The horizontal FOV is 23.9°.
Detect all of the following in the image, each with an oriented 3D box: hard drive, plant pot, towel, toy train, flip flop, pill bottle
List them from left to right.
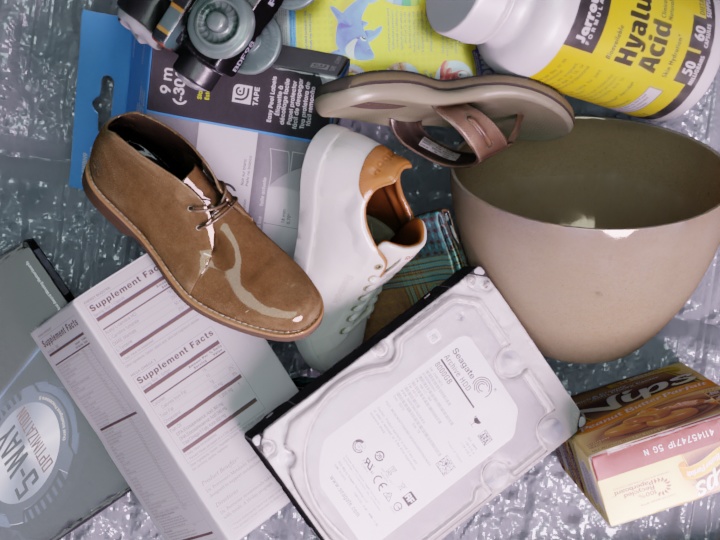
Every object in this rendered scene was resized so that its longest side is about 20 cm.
[{"bbox_3d":[-0.080,-0.221,1.135,0.114,0.085,0.200,36,97,16],"label":"toy train"},{"bbox_3d":[0.040,0.063,1.254,0.146,0.022,0.201,-14,97,43],"label":"towel"},{"bbox_3d":[0.040,0.109,1.170,0.200,0.038,0.140,-36,99,-12],"label":"hard drive"},{"bbox_3d":[0.059,-0.101,1.177,0.200,0.081,0.058,2,75,-34],"label":"flip flop"},{"bbox_3d":[0.150,-0.180,1.206,0.199,0.111,0.112,12,94,-28],"label":"pill bottle"},{"bbox_3d":[0.163,-0.013,1.227,0.200,0.200,0.135,-1,117,-2],"label":"plant pot"}]

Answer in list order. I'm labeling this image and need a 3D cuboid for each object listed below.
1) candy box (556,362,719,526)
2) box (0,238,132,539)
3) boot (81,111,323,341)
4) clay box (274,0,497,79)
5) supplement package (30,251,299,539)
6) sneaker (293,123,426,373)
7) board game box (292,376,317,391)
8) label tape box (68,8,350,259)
[{"bbox_3d":[0.206,0.120,1.219,0.115,0.200,0.055,-17,96,-1],"label":"candy box"},{"bbox_3d":[-0.257,0.102,1.277,0.160,0.044,0.200,-33,95,0],"label":"box"},{"bbox_3d":[-0.104,-0.029,1.152,0.200,0.076,0.074,39,56,6],"label":"boot"},{"bbox_3d":[0.012,-0.178,1.265,0.199,0.048,0.115,-2,97,-3],"label":"clay box"},{"bbox_3d":[-0.126,0.089,1.217,0.109,0.114,0.200,-34,94,-30],"label":"supplement package"},{"bbox_3d":[0.000,0.000,1.197,0.084,0.073,0.200,21,130,24],"label":"sneaker"},{"bbox_3d":[-0.003,0.177,1.250,0.028,0.135,0.201,-18,95,-23],"label":"board game box"},{"bbox_3d":[-0.118,-0.096,1.226,0.199,0.063,0.145,10,113,4],"label":"label tape box"}]
